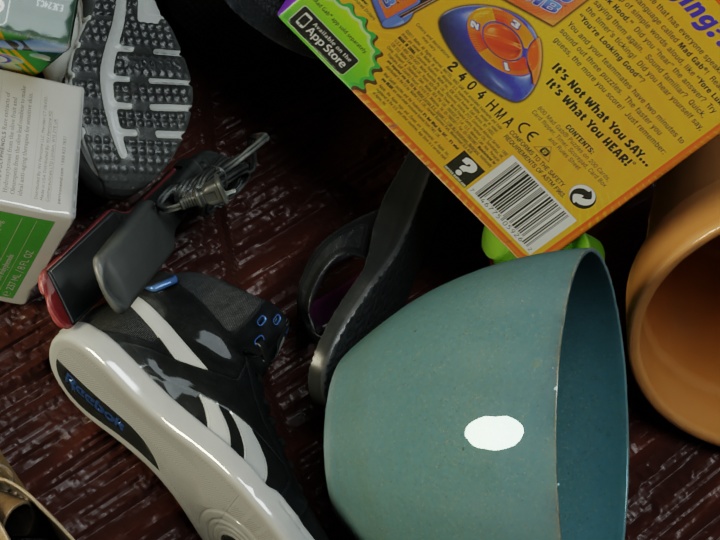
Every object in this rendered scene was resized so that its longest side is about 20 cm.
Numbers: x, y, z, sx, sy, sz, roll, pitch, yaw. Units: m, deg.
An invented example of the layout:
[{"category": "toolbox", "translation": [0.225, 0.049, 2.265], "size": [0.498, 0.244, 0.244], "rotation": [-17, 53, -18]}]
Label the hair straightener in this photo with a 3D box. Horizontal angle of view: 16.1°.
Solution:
[{"category": "hair straightener", "translation": [-0.093, -0.028, 1.365], "size": [0.200, 0.077, 0.041], "rotation": [-42, 114, -57]}]

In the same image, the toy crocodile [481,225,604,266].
[{"category": "toy crocodile", "translation": [0.097, -0.042, 1.488], "size": [0.067, 0.062, 0.200], "rotation": [25, 50, -32]}]

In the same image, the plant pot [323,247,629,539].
[{"category": "plant pot", "translation": [0.057, 0.089, 1.330], "size": [0.135, 0.200, 0.200], "rotation": [-1, 56, 16]}]

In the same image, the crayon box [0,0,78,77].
[{"category": "crayon box", "translation": [-0.228, -0.133, 1.323], "size": [0.126, 0.200, 0.052], "rotation": [12, 81, -17]}]

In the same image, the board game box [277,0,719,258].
[{"category": "board game box", "translation": [0.116, -0.167, 1.381], "size": [0.200, 0.200, 0.200], "rotation": [45, 35, -11]}]

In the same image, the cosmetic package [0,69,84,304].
[{"category": "cosmetic package", "translation": [-0.252, -0.057, 1.306], "size": [0.200, 0.108, 0.085], "rotation": [10, 60, -17]}]

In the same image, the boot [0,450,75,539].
[{"category": "boot", "translation": [-0.190, 0.108, 1.260], "size": [0.074, 0.075, 0.200], "rotation": [-35, 79, -33]}]

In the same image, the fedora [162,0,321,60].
[{"category": "fedora", "translation": [-0.056, -0.186, 1.465], "size": [0.200, 0.092, 0.201], "rotation": [28, 46, -33]}]

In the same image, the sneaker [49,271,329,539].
[{"category": "sneaker", "translation": [-0.057, 0.076, 1.337], "size": [0.200, 0.073, 0.112], "rotation": [45, 56, 7]}]

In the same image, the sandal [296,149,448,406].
[{"category": "sandal", "translation": [0.000, 0.000, 1.420], "size": [0.048, 0.075, 0.201], "rotation": [14, 46, 13]}]

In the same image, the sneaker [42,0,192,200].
[{"category": "sneaker", "translation": [-0.146, -0.121, 1.410], "size": [0.074, 0.080, 0.200], "rotation": [10, 56, -31]}]

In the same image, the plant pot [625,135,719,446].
[{"category": "plant pot", "translation": [0.248, -0.011, 1.465], "size": [0.200, 0.200, 0.140], "rotation": [16, 41, -15]}]
